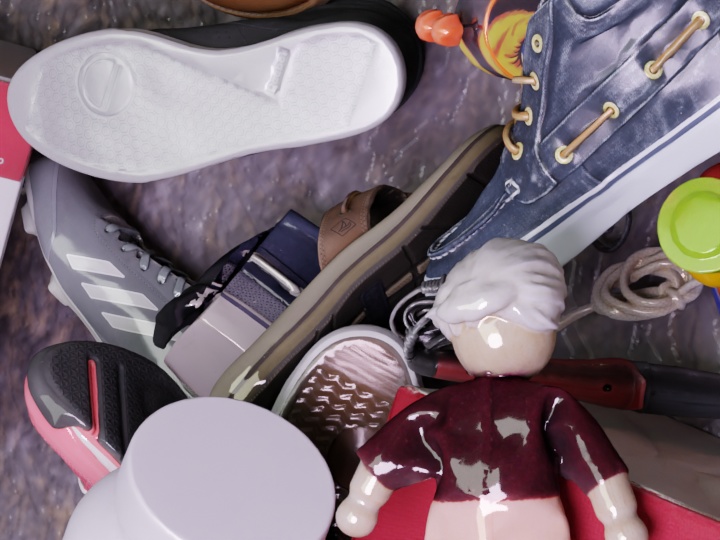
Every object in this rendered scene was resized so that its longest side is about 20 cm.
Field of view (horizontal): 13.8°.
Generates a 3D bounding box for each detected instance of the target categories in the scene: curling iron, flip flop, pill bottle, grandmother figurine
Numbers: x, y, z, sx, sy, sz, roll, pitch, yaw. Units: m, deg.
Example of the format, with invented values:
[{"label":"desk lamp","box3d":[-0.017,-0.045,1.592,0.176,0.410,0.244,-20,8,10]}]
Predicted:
[{"label":"curling iron","box3d":[0.109,0.041,1.226,0.026,0.199,0.050,-88,16,-49]},{"label":"flip flop","box3d":[0.000,0.000,1.298,0.057,0.081,0.200,36,67,30]},{"label":"pill bottle","box3d":[-0.076,0.150,1.213,0.113,0.113,0.201,49,138,27]},{"label":"grandmother figurine","box3d":[0.050,0.087,1.125,0.120,0.061,0.201,2,83,8]}]

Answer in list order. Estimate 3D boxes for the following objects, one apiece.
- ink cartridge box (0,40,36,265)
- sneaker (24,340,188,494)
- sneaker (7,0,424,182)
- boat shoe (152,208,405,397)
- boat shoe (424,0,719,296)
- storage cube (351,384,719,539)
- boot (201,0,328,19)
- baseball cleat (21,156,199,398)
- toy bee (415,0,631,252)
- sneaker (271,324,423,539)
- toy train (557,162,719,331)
[{"label":"ink cartridge box","box3d":[-0.221,-0.015,1.469,0.147,0.082,0.201,-128,53,-75]},{"label":"sneaker","box3d":[-0.097,0.112,1.349,0.087,0.200,0.074,-29,38,24]},{"label":"sneaker","box3d":[-0.060,-0.085,1.379,0.199,0.099,0.071,-5,97,20]},{"label":"boat shoe","box3d":[0.008,0.057,1.352,0.200,0.093,0.075,42,143,-2]},{"label":"boat shoe","box3d":[0.085,-0.065,1.218,0.200,0.071,0.091,-36,100,27]},{"label":"storage cube","box3d":[0.103,0.160,1.217,0.199,0.171,0.181,21,99,35]},{"label":"boot","box3d":[-0.118,-0.171,1.398,0.199,0.154,0.074,21,100,34]},{"label":"baseball cleat","box3d":[-0.088,0.017,1.435,0.106,0.070,0.201,-32,77,19]},{"label":"toy bee","box3d":[0.083,-0.121,1.267,0.131,0.108,0.201,155,120,-62]},{"label":"sneaker","box3d":[-0.012,0.106,1.288,0.072,0.085,0.201,10,113,1]},{"label":"toy train","box3d":[0.148,-0.009,1.205,0.199,0.116,0.085,-21,75,20]}]
